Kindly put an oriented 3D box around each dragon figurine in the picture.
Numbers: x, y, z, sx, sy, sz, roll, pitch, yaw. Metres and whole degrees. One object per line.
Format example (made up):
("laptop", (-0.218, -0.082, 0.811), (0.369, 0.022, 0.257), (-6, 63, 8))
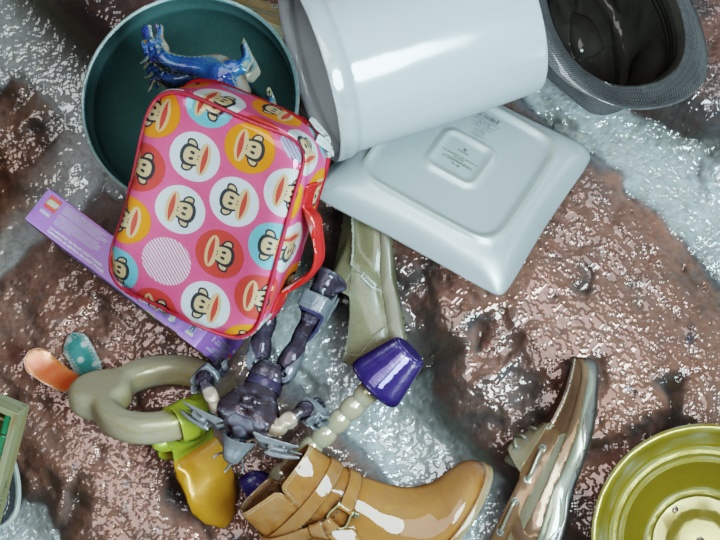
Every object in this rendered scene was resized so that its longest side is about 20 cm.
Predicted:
("dragon figurine", (-0.124, -0.138, 1.644), (0.099, 0.059, 0.200), (-27, 76, 0))

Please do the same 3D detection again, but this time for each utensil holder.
("utensil holder", (0.046, -0.206, 1.672), (0.200, 0.170, 0.170), (-17, 77, -11))

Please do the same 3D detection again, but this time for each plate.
("plate", (0.090, -0.097, 1.723), (0.200, 0.032, 0.200), (29, 56, 11))

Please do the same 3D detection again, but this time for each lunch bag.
("lunch bag", (-0.109, -0.048, 1.575), (0.176, 0.082, 0.200), (24, 111, 12))

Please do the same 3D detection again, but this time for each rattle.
("rattle", (-0.211, 0.146, 1.749), (0.200, 0.143, 0.130), (4, 46, 22))

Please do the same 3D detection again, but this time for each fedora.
("fedora", (0.221, -0.216, 1.732), (0.177, 0.090, 0.200), (-18, 73, -25))

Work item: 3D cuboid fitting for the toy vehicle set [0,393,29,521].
("toy vehicle set", (-0.385, 0.193, 1.714), (0.124, 0.027, 0.200), (20, 108, 10))

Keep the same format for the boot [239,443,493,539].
("boot", (0.006, 0.204, 1.663), (0.200, 0.074, 0.155), (-43, 105, 0))

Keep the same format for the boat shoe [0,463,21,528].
("boat shoe", (-0.377, 0.148, 1.749), (0.074, 0.060, 0.200), (-21, 77, 0))

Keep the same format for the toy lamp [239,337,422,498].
("toy lamp", (-0.025, 0.139, 1.693), (0.200, 0.058, 0.058), (-44, 78, 10))

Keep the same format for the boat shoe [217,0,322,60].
("boat shoe", (-0.061, -0.230, 1.793), (0.200, 0.072, 0.076), (20, 66, 8))

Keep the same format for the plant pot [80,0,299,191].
("plant pot", (-0.148, -0.140, 1.746), (0.200, 0.134, 0.200), (-1, 78, 5))

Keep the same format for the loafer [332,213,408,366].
("loafer", (0.000, 0.000, 1.733), (0.067, 0.076, 0.200), (-10, 78, -3))

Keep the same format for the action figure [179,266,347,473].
("action figure", (-0.079, 0.087, 1.651), (0.130, 0.069, 0.200), (22, 78, 2))

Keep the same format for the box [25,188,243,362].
("box", (-0.206, 0.010, 1.721), (0.200, 0.137, 0.039), (36, 84, 12))

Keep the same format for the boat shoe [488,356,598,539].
("boat shoe", (0.166, 0.169, 1.684), (0.072, 0.076, 0.200), (16, 79, 11))

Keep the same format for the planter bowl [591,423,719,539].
("planter bowl", (0.303, 0.239, 1.650), (0.200, 0.083, 0.200), (-1, 79, 5))
